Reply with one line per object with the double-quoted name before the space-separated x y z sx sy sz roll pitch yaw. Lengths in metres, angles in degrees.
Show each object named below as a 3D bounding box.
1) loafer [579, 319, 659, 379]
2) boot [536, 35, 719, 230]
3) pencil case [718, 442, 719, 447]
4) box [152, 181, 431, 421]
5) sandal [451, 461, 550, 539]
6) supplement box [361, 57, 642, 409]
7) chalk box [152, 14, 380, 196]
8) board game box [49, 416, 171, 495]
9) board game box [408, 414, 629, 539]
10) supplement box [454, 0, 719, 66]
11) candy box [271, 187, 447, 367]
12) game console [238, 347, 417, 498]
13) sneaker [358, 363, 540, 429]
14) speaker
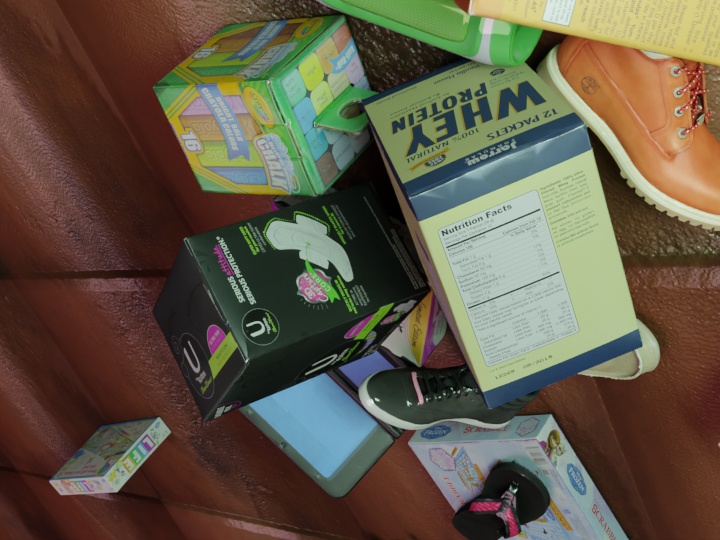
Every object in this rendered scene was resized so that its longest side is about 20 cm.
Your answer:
"loafer" 0.187 0.068 1.032 0.199 0.068 0.076 14 135 32
"boot" 0.235 -0.119 0.806 0.200 0.075 0.107 43 138 0
"pencil case" 0.399 0.121 0.882 0.199 0.088 0.088 -5 124 42
"box" -0.067 0.028 0.983 0.125 0.199 0.149 61 147 16
"sandal" 0.154 0.280 1.219 0.075 0.045 0.200 37 143 6
"supplement box" 0.109 -0.042 0.859 0.133 0.200 0.201 -22 120 1
"chalk box" -0.068 -0.153 0.996 0.199 0.125 0.124 4 129 38
"board game box" -0.409 0.303 1.740 0.199 0.135 0.034 -15 116 49
"board game box" 0.182 0.257 1.246 0.199 0.041 0.201 -11 119 46
"supplement box" 0.168 -0.186 0.715 0.198 0.067 0.069 8 109 -7
"candy box" 0.000 0.000 1.138 0.199 0.061 0.137 26 140 19
"game console" -0.032 0.147 1.265 0.200 0.117 0.176 43 143 -3
"sneaker" 0.099 0.114 1.100 0.199 0.071 0.099 8 143 -30
"speaker" 0.047 -0.229 0.851 0.199 0.089 0.089 25 140 21
